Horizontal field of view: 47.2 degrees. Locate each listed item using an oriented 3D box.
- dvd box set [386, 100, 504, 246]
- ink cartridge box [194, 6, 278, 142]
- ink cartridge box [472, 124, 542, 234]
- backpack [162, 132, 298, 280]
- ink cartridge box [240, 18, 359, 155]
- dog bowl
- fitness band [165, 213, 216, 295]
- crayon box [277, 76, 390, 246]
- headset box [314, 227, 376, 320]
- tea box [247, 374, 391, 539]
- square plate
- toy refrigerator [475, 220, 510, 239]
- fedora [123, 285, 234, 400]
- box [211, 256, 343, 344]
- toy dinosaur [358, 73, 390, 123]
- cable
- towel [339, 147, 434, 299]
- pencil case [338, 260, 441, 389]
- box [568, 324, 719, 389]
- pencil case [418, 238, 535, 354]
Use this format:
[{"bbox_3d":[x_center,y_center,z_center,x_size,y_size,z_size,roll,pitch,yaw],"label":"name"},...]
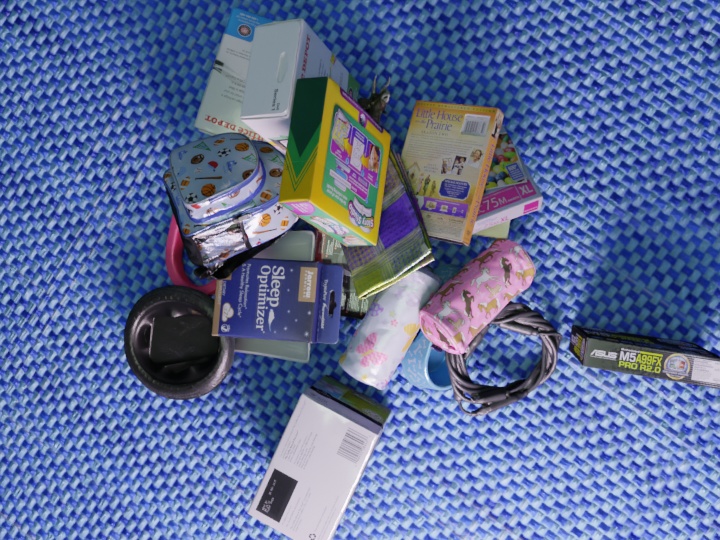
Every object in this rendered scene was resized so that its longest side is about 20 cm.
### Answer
[{"bbox_3d":[0.121,-0.148,1.226,0.144,0.029,0.204,12,85,34],"label":"dvd box set"},{"bbox_3d":[-0.163,-0.297,1.329,0.144,0.084,0.203,20,95,5],"label":"ink cartridge box"},{"bbox_3d":[0.183,-0.163,1.262,0.117,0.042,0.202,-20,62,-7],"label":"ink cartridge box"},{"bbox_3d":[-0.191,-0.117,1.238,0.187,0.155,0.202,-18,54,-13],"label":"backpack"},{"bbox_3d":[-0.083,-0.249,1.206,0.082,0.200,0.148,1,75,25],"label":"ink cartridge box"},{"bbox_3d":[0.135,0.094,1.292,0.110,0.049,0.204,15,93,-36],"label":"dog bowl"},{"bbox_3d":[-0.252,-0.056,1.355,0.141,0.037,0.204,16,93,23],"label":"fitness band"},{"bbox_3d":[-0.031,-0.145,1.155,0.057,0.199,0.176,2,76,28],"label":"crayon box"},{"bbox_3d":[0.000,0.000,1.324,0.196,0.077,0.152,8,93,8],"label":"headset box"},{"bbox_3d":[-0.057,0.292,1.280,0.132,0.197,0.203,26,96,6],"label":"tea box"},{"bbox_3d":[-0.145,0.037,1.329,0.196,0.028,0.204,3,91,39],"label":"square plate"},{"bbox_3d":[0.137,-0.091,1.304,0.196,0.076,0.071,9,93,6],"label":"toy refrigerator"},{"bbox_3d":[-0.285,0.115,1.352,0.197,0.091,0.205,1,92,17],"label":"fedora"},{"bbox_3d":[-0.127,0.044,1.250,0.196,0.032,0.124,3,84,14],"label":"box"},{"bbox_3d":[-0.027,-0.225,1.331,0.197,0.077,0.104,-17,70,20],"label":"toy dinosaur"},{"bbox_3d":[0.224,0.129,1.289,0.197,0.051,0.166,-20,101,-11],"label":"cable"},{"bbox_3d":[0.023,-0.072,1.233,0.142,0.023,0.203,-30,61,22],"label":"towel"},{"bbox_3d":[0.043,0.076,1.243,0.090,0.083,0.203,29,95,23],"label":"pencil case"},{"bbox_3d":[0.422,0.126,1.234,0.196,0.160,0.045,9,95,7],"label":"box"},{"bbox_3d":[0.176,0.037,1.225,0.200,0.082,0.087,-42,127,-23],"label":"pencil case"}]
